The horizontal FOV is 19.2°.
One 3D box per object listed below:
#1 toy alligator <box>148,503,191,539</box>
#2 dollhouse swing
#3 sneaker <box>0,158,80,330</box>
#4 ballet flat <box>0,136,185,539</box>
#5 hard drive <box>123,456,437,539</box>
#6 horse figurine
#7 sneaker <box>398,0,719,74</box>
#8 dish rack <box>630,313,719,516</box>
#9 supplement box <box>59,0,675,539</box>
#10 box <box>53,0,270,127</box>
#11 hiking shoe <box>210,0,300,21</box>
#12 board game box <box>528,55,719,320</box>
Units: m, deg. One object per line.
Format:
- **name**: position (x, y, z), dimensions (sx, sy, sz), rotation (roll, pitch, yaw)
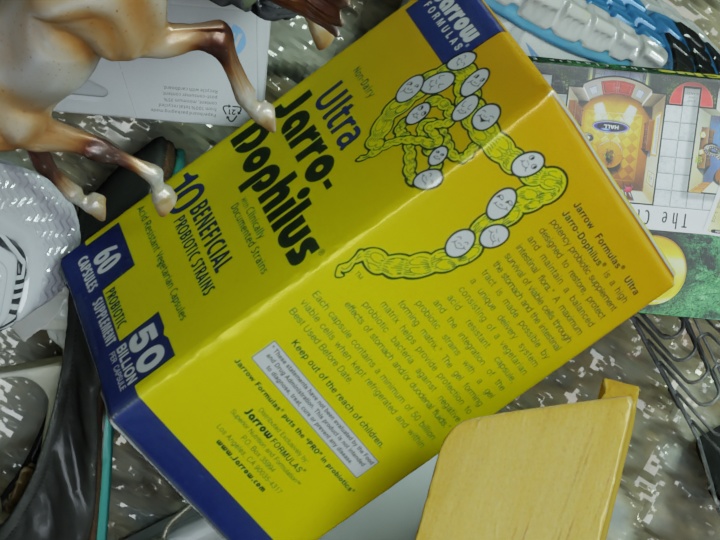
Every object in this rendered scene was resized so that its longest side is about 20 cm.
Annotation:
- **toy alligator**: position (-0.047, 0.056, 0.936), dimensions (0.054, 0.059, 0.202), rotation (17, 97, -63)
- **dollhouse swing**: position (0.007, 0.122, 0.860), dimensions (0.174, 0.200, 0.183), rotation (14, 80, 10)
- **sneaker**: position (-0.217, -0.011, 0.838), dimensions (0.198, 0.115, 0.076), rotation (-10, 106, -32)
- **ballet flat**: position (-0.125, 0.038, 0.899), dimensions (0.068, 0.068, 0.202), rotation (11, 99, -8)
- **hard drive**: position (-0.023, 0.153, 0.978), dimensions (0.199, 0.026, 0.133), rotation (-26, 109, -12)
- **horse figurine**: position (-0.095, -0.075, 0.757), dimensions (0.199, 0.050, 0.132), rotation (-32, 133, 33)
- **sneaker**: position (0.095, -0.086, 0.950), dimensions (0.199, 0.075, 0.087), rotation (26, 120, -25)
- **dish rack**: position (0.195, 0.013, 0.968), dimensions (0.153, 0.055, 0.201), rotation (-31, 130, 2)
- **supplement box**: position (0.000, 0.000, 0.820), dimensions (0.199, 0.109, 0.110), rotation (-36, 127, 5)
- **box**: position (-0.106, -0.159, 0.821), dimensions (0.154, 0.041, 0.202), rotation (5, 118, -2)
- **hiking shoe**: position (-0.084, -0.174, 0.757), dimensions (0.199, 0.076, 0.101), rotation (24, 110, -24)
- **board game box**: position (0.100, -0.036, 0.901), dimensions (0.198, 0.023, 0.106), rotation (5, 106, -3)
